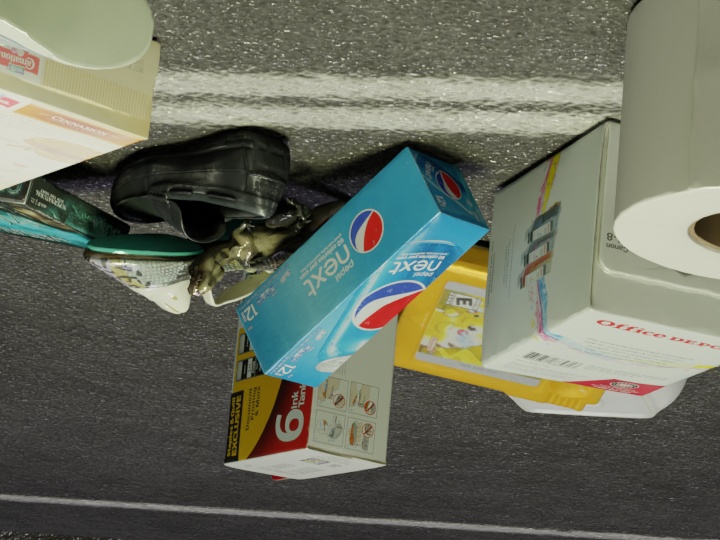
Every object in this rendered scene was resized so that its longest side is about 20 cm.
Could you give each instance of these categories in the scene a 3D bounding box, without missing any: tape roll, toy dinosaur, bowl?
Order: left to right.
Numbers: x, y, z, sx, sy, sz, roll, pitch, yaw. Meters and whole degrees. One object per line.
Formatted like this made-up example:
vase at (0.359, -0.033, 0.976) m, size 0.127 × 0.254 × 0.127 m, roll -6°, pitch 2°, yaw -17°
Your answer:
toy dinosaur at (-0.048, -0.032, 1.850) m, size 0.199 × 0.048 × 0.088 m, roll -20°, pitch 179°, yaw -37°
bowl at (0.206, 0.086, 2.201) m, size 0.198 × 0.075 × 0.200 m, roll 3°, pitch 165°, yaw 14°
tape roll at (0.259, -0.084, 1.458) m, size 0.201 × 0.140 × 0.203 m, roll 6°, pitch 164°, yaw 2°

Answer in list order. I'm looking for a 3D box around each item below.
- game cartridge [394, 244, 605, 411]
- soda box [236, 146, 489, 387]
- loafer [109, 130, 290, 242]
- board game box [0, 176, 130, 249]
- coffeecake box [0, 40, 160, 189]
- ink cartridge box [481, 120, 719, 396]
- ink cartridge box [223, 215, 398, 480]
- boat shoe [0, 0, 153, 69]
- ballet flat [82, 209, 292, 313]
game cartridge at (0.131, 0.050, 2.046) m, size 0.199 × 0.033 × 0.177 m, roll 15°, pitch 145°, yaw -4°
soda box at (0.000, 0.000, 1.800) m, size 0.200 × 0.068 × 0.064 m, roll -43°, pitch 144°, yaw 25°
loafer at (-0.129, -0.056, 1.824) m, size 0.068 × 0.071 × 0.200 m, roll 18°, pitch 161°, yaw -37°
board game box at (-0.301, -0.057, 1.895) m, size 0.199 × 0.028 × 0.135 m, roll 10°, pitch 169°, yaw 32°
coffeecake box at (-0.257, -0.124, 1.627) m, size 0.153 × 0.074 × 0.199 m, roll 18°, pitch 160°, yaw -36°
ink cartridge box at (0.196, -0.004, 1.753) m, size 0.144 × 0.146 × 0.200 m, roll 12°, pitch 164°, yaw -18°
ink cartridge box at (-0.051, 0.068, 1.992) m, size 0.083 × 0.201 × 0.175 m, roll 15°, pitch 162°, yaw -32°
boat shoe at (-0.225, -0.176, 1.470) m, size 0.200 × 0.071 × 0.071 m, roll 15°, pitch 179°, yaw -31°
ballet flat at (-0.131, -0.001, 1.895) m, size 0.199 × 0.073 × 0.072 m, roll -11°, pitch 177°, yaw -38°
